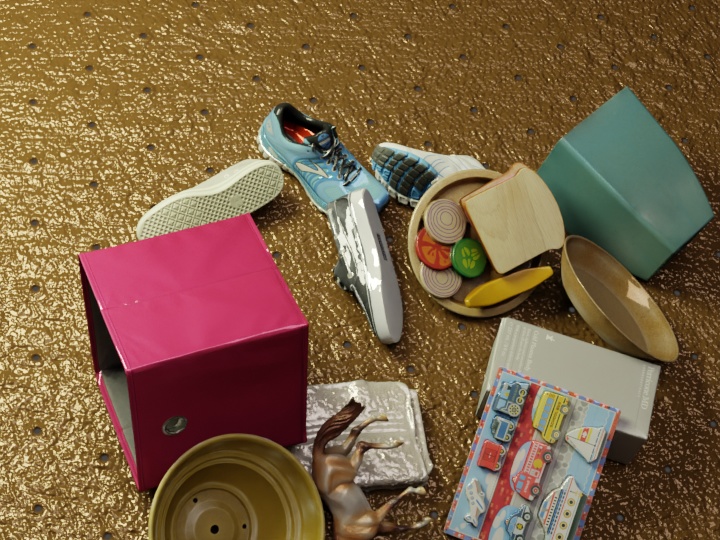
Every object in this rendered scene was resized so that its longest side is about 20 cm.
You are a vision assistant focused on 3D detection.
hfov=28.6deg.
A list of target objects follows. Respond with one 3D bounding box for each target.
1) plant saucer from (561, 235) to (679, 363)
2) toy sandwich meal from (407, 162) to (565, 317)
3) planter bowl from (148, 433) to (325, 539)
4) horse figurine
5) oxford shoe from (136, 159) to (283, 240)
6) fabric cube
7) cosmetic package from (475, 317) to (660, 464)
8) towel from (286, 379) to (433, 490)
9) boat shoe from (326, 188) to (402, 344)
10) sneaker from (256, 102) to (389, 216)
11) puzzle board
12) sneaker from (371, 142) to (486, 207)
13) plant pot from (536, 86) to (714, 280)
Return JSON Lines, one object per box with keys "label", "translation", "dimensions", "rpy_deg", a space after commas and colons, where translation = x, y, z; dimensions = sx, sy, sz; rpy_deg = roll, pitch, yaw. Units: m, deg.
{"label": "plant saucer", "translation": [0.310, 0.044, 1.741], "dimensions": [0.200, 0.035, 0.201], "rpy_deg": [37, 25, -20]}
{"label": "toy sandwich meal", "translation": [0.159, -0.038, 1.753], "dimensions": [0.204, 0.070, 0.207], "rpy_deg": [1, 86, -13]}
{"label": "planter bowl", "translation": [-0.144, 0.278, 1.518], "dimensions": [0.199, 0.083, 0.202], "rpy_deg": [5, 80, -26]}
{"label": "horse figurine", "translation": [-0.001, 0.243, 1.575], "dimensions": [0.132, 0.050, 0.201], "rpy_deg": [-25, 96, -14]}
{"label": "oxford shoe", "translation": [-0.189, -0.081, 1.767], "dimensions": [0.199, 0.076, 0.058], "rpy_deg": [-29, 26, -16]}
{"label": "fabric cube", "translation": [-0.181, 0.089, 1.552], "dimensions": [0.198, 0.197, 0.200], "rpy_deg": [-14, 45, -18]}
{"label": "cosmetic package", "translation": [0.247, 0.144, 1.687], "dimensions": [0.199, 0.090, 0.107], "rpy_deg": [14, 59, 3]}
{"label": "towel", "translation": [-0.021, 0.195, 1.638], "dimensions": [0.199, 0.035, 0.133], "rpy_deg": [-4, 59, -13]}
{"label": "boat shoe", "translation": [0.000, 0.000, 1.745], "dimensions": [0.067, 0.072, 0.201], "rpy_deg": [-19, 75, 18]}
{"label": "sneaker", "translation": [-0.047, -0.139, 1.804], "dimensions": [0.200, 0.090, 0.078], "rpy_deg": [36, 59, 8]}
{"label": "puzzle board", "translation": [0.197, 0.229, 1.614], "dimensions": [0.150, 0.017, 0.201], "rpy_deg": [19, 85, 2]}
{"label": "sneaker", "translation": [0.108, -0.122, 1.838], "dimensions": [0.199, 0.075, 0.087], "rpy_deg": [25, 47, -10]}
{"label": "plant pot", "translation": [0.346, -0.099, 1.829], "dimensions": [0.141, 0.141, 0.200], "rpy_deg": [-38, 79, -27]}
